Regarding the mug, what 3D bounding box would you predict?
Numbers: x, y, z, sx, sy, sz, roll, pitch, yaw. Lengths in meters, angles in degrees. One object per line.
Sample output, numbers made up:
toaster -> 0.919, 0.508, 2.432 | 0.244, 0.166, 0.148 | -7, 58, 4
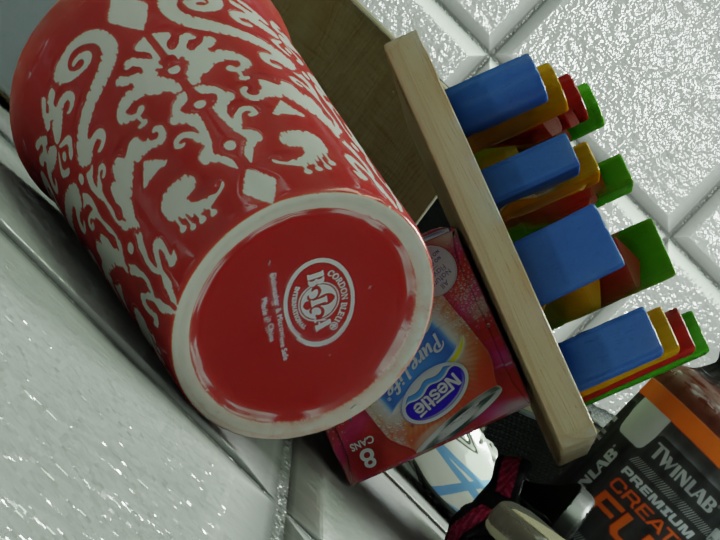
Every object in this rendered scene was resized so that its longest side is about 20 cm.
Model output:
mug -> -0.043, -0.020, 0.835 | 0.177, 0.133, 0.200 | 41, 6, -37

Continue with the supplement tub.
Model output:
supplement tub -> 0.163, 0.125, 1.076 | 0.107, 0.200, 0.107 | 43, 1, -1

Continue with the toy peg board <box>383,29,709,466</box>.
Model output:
toy peg board -> 0.100, -0.019, 0.985 | 0.199, 0.097, 0.201 | 59, 7, -81

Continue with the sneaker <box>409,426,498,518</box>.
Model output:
sneaker -> 0.056, 0.103, 1.247 | 0.200, 0.072, 0.072 | 46, 0, 3

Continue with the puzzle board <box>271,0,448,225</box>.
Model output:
puzzle board -> -0.031, -0.060, 1.166 | 0.151, 0.200, 0.017 | 45, 31, 15

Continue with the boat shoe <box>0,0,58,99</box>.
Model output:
boat shoe -> -0.179, -0.129, 0.989 | 0.199, 0.069, 0.057 | 37, -3, -3

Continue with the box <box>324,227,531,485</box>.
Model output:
box -> 0.021, 0.039, 1.041 | 0.200, 0.099, 0.096 | -81, 147, -89

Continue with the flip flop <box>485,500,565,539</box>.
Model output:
flip flop -> 0.099, 0.177, 0.865 | 0.081, 0.057, 0.201 | 39, -18, 47

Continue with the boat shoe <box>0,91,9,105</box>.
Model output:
boat shoe -> -0.161, -0.109, 1.125 | 0.074, 0.066, 0.200 | 47, 3, 38

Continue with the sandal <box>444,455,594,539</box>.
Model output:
sandal -> 0.067, 0.125, 1.021 | 0.045, 0.075, 0.200 | 44, -6, -6

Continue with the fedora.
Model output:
fedora -> 0.116, 0.130, 1.350 | 0.199, 0.092, 0.201 | 26, -8, 4

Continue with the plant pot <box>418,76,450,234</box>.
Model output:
plant pot -> 0.042, -0.009, 1.501 | 0.199, 0.177, 0.200 | 44, -10, 0
